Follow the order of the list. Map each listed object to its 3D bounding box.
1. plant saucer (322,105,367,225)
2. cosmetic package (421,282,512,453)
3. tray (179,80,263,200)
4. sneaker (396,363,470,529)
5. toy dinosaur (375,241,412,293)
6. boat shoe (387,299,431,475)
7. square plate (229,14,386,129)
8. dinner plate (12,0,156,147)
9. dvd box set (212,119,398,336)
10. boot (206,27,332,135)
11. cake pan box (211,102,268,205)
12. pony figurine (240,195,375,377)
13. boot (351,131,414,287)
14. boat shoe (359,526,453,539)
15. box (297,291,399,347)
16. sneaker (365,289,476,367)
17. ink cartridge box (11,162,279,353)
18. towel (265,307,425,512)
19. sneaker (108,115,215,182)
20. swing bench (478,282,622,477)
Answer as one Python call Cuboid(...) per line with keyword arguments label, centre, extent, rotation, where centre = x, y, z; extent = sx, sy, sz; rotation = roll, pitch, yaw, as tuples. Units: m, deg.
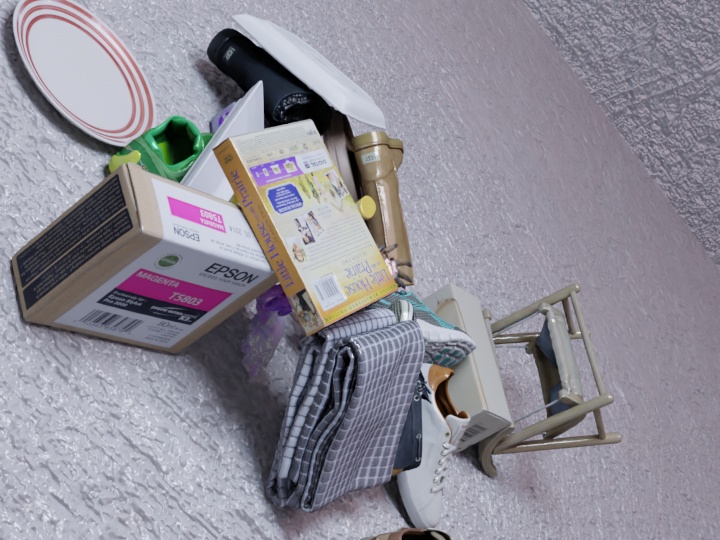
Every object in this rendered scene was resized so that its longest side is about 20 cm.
Cuboid(label="plant saucer", centre=(-0.017, -0.132, 1.552), extent=(0.200, 0.029, 0.202), rotation=(-12, 90, -84))
Cuboid(label="cosmetic package", centre=(0.125, 0.132, 1.528), extent=(0.073, 0.103, 0.201), rotation=(28, 38, -44))
Cuboid(label="tray", centre=(-0.159, -0.118, 1.274), extent=(0.022, 0.108, 0.201), rotation=(19, 51, 11))
Cuboid(label="sneaker", centre=(0.089, 0.212, 1.341), extent=(0.073, 0.084, 0.202), rotation=(-12, 97, -66))
Cuboid(label="toy dinosaur", centre=(0.000, 0.000, 1.296), extent=(0.085, 0.136, 0.200), rotation=(26, 24, -17))
Cuboid(label="boat shoe", centre=(0.047, 0.134, 1.283), extent=(0.062, 0.074, 0.202), rotation=(3, 91, -22))
Cuboid(label="square plate", centre=(-0.058, -0.263, 1.478), extent=(0.198, 0.029, 0.200), rotation=(41, 12, 13))
Cuboid(label="dinner plate", centre=(-0.306, -0.218, 1.247), extent=(0.200, 0.024, 0.201), rotation=(41, 32, -32))
Cuboid(label="dvd box set", centre=(-0.050, -0.047, 1.111), extent=(0.146, 0.029, 0.201), rotation=(-25, 87, -56))
Cuboid(label="boot", centre=(-0.097, -0.227, 1.486), extent=(0.168, 0.077, 0.200), rotation=(46, 11, 27))
Cuboid(label="cake pan box", centre=(-0.101, -0.093, 1.438), extent=(0.199, 0.052, 0.185), rotation=(33, 38, -42))
Cuboid(label="pony figurine", centre=(-0.098, -0.008, 1.230), extent=(0.167, 0.199, 0.194), rotation=(51, 41, -18))
Cuboid(label="boot", centre=(0.034, -0.075, 1.514), extent=(0.175, 0.066, 0.202), rotation=(0, 79, -75))
Cuboid(label="boat shoe", centre=(0.076, 0.328, 1.267), extent=(0.199, 0.072, 0.076), rotation=(19, 46, -52))
Cuboid(label="box", centre=(0.014, 0.103, 1.414), extent=(0.117, 0.060, 0.200), rotation=(60, 27, 5))
Cuboid(label="sneaker", centre=(0.073, 0.066, 1.410), extent=(0.199, 0.077, 0.092), rotation=(25, 37, -50))
Cuboid(label="ink cartridge box", centre=(-0.193, -0.004, 1.054), extent=(0.199, 0.164, 0.076), rotation=(19, 45, -51))
Cuboid(label="towel", centre=(-0.011, 0.147, 1.176), extent=(0.085, 0.202, 0.165), rotation=(21, 15, 22))
Cuboid(label="sneaker", centre=(-0.197, -0.128, 1.267), extent=(0.074, 0.083, 0.200), rotation=(52, 25, 5))
Cuboid(label="swing bench", centre=(0.240, 0.153, 1.576), extent=(0.130, 0.198, 0.200), rotation=(65, 13, -49))
